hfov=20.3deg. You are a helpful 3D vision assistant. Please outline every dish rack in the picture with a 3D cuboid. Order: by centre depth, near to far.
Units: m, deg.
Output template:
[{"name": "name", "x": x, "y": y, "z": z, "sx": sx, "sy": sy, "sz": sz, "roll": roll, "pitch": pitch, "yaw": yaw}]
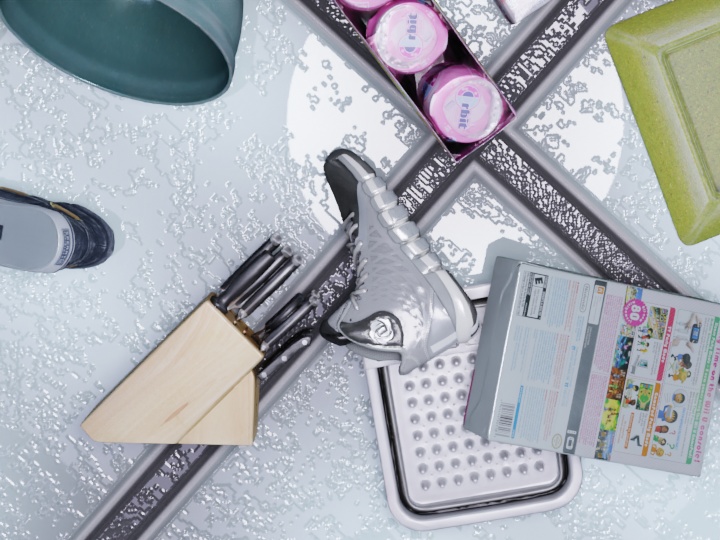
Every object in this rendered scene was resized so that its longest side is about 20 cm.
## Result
[{"name": "dish rack", "x": 0.094, "y": 0.112, "z": 1.713, "sx": 0.170, "sy": 0.044, "sz": 0.202, "roll": -9, "pitch": 96, "yaw": 1}]

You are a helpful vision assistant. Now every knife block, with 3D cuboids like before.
[{"name": "knife block", "x": -0.134, "y": 0.057, "z": 1.699, "sx": 0.198, "sy": 0.064, "sz": 0.177, "roll": 1, "pitch": 95, "yaw": 1}]

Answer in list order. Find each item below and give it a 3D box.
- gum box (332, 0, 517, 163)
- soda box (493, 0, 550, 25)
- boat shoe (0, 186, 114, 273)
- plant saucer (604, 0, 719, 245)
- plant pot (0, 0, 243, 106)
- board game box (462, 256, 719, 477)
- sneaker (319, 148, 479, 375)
[{"name": "gum box", "x": 0.036, "y": -0.195, "z": 1.623, "sx": 0.066, "sy": 0.114, "sz": 0.200, "roll": -37, "pitch": 109, "yaw": 4}, {"name": "soda box", "x": 0.191, "y": -0.283, "z": 1.658, "sx": 0.199, "sy": 0.070, "sz": 0.064, "roll": -34, "pitch": 93, "yaw": 4}, {"name": "boat shoe", "x": -0.307, "y": -0.037, "z": 1.693, "sx": 0.199, "sy": 0.091, "sz": 0.071, "roll": 17, "pitch": 96, "yaw": 26}, {"name": "plant saucer", "x": 0.332, "y": -0.146, "z": 1.682, "sx": 0.199, "sy": 0.048, "sz": 0.201, "roll": -21, "pitch": 95, "yaw": 2}, {"name": "plant pot", "x": -0.178, "y": -0.241, "z": 1.620, "sx": 0.199, "sy": 0.200, "sz": 0.135, "roll": 18, "pitch": 68, "yaw": -1}, {"name": "board game box", "x": 0.198, "y": 0.080, "z": 1.665, "sx": 0.199, "sy": 0.064, "sz": 0.149, "roll": 12, "pitch": 90, "yaw": -18}, {"name": "sneaker", "x": 0.000, "y": 0.000, "z": 1.657, "sx": 0.115, "sy": 0.075, "sz": 0.200, "roll": -35, "pitch": 71, "yaw": -6}]
